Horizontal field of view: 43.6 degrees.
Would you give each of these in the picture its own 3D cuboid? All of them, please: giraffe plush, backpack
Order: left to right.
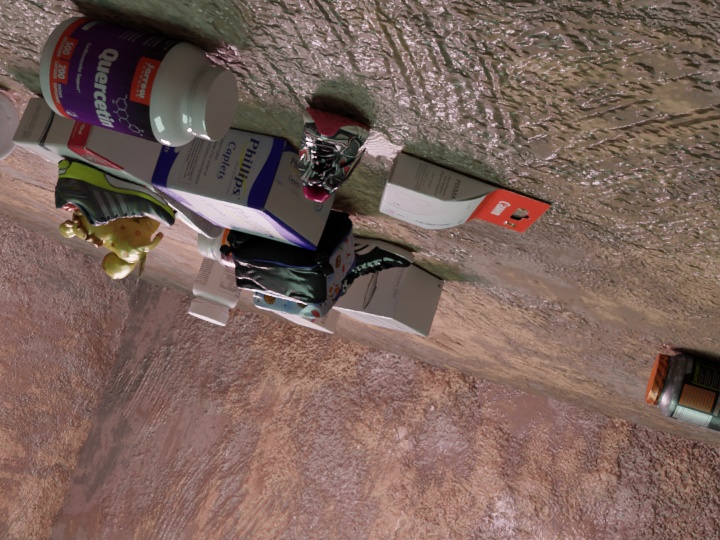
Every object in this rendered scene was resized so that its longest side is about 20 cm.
[{"bbox_3d":[-0.494,-0.081,1.765,0.162,0.173,0.200,34,-167,-27],"label":"giraffe plush"},{"bbox_3d":[-0.094,-0.021,1.472,0.198,0.191,0.155,15,131,21],"label":"backpack"}]

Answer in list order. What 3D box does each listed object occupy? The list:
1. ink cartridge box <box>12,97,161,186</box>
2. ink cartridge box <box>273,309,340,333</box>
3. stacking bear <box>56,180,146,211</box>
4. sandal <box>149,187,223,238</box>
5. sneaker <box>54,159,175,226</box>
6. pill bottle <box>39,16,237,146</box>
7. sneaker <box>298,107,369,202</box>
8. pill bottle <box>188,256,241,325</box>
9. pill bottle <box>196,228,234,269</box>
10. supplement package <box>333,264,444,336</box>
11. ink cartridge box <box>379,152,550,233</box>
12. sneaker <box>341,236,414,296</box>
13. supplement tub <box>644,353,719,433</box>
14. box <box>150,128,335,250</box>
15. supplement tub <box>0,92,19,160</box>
[{"bbox_3d":[-0.427,-0.204,1.425,0.199,0.085,0.144,10,167,38],"label":"ink cartridge box"},{"bbox_3d":[-0.144,0.056,2.202,0.124,0.130,0.200,12,167,36],"label":"ink cartridge box"},{"bbox_3d":[-0.435,-0.167,1.586,0.121,0.115,0.199,14,165,-41],"label":"stacking bear"},{"bbox_3d":[-0.327,-0.135,1.671,0.059,0.080,0.207,12,160,41],"label":"sandal"},{"bbox_3d":[-0.391,-0.103,1.426,0.199,0.082,0.074,20,171,-22],"label":"sneaker"},{"bbox_3d":[-0.240,-0.203,0.985,0.198,0.113,0.112,16,170,14],"label":"pill bottle"},{"bbox_3d":[-0.036,-0.136,1.079,0.080,0.075,0.200,18,170,2],"label":"sneaker"},{"bbox_3d":[-0.336,0.022,2.167,0.112,0.202,0.113,18,170,3],"label":"pill bottle"},{"bbox_3d":[-0.215,-0.050,1.790,0.198,0.115,0.114,16,170,17],"label":"pill bottle"},{"bbox_3d":[0.049,0.047,1.810,0.199,0.118,0.117,8,166,46],"label":"supplement package"},{"bbox_3d":[0.126,-0.080,1.163,0.198,0.057,0.163,24,170,1],"label":"ink cartridge box"},{"bbox_3d":[0.000,0.000,1.654,0.199,0.113,0.073,13,170,32],"label":"sneaker"},{"bbox_3d":[0.636,0.227,1.660,0.198,0.124,0.123,17,170,14],"label":"supplement tub"},{"bbox_3d":[-0.166,-0.123,1.315,0.198,0.106,0.184,14,170,25],"label":"box"},{"bbox_3d":[-0.675,-0.249,1.505,0.199,0.124,0.122,12,168,34],"label":"supplement tub"}]
